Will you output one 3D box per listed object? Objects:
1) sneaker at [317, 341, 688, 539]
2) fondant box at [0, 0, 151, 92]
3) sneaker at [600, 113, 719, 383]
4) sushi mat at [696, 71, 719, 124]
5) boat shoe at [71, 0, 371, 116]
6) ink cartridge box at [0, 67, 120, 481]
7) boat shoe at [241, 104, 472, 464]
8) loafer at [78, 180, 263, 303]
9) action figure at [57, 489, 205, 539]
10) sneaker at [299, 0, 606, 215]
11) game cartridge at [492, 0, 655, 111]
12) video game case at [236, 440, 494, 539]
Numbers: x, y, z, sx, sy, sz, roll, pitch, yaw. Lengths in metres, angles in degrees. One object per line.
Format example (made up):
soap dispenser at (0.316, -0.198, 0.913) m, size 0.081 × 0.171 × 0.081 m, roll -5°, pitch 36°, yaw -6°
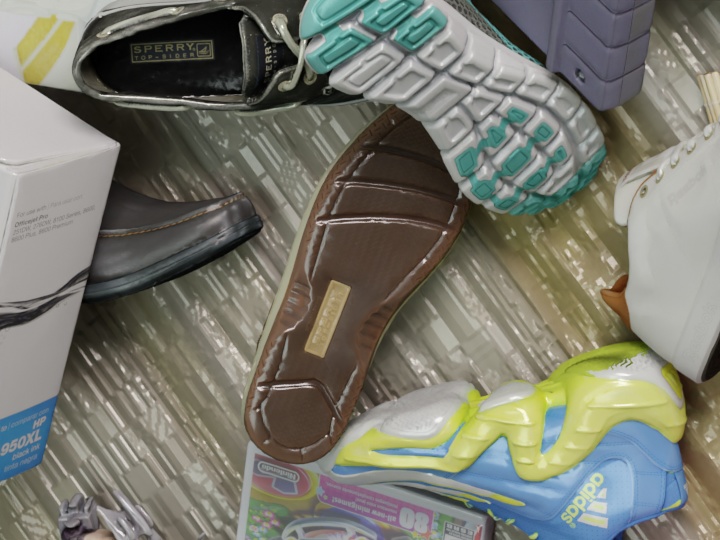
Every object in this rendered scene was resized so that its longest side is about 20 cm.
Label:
sneaker at (0.074, 0.106, 1.368) m, size 0.199 × 0.076 × 0.105 m, roll -15°, pitch 97°, yaw 29°
fondant box at (-0.177, -0.174, 1.432) m, size 0.199 × 0.058 × 0.145 m, roll 10°, pitch 109°, yaw 26°
sneaker at (0.161, -0.044, 1.264) m, size 0.085 × 0.073 × 0.200 m, roll 35°, pitch 126°, yaw 21°
sushi mat at (0.226, -0.005, 1.294) m, size 0.095 × 0.012 × 0.201 m, roll -11°, pitch 98°, yaw 29°
boat shoe at (-0.043, -0.107, 1.344) m, size 0.199 × 0.064 × 0.071 m, roll -7°, pitch 106°, yaw 5°
ink cartridge box at (-0.220, -0.005, 1.416) m, size 0.144 × 0.084 × 0.201 m, roll 32°, pitch 120°, yaw 27°
boat shoe at (-0.006, -0.003, 1.381) m, size 0.075 × 0.075 × 0.203 m, roll 30°, pitch 94°, yaw -8°
loafer at (-0.143, -0.020, 1.450) m, size 0.199 × 0.073 × 0.073 m, roll -14°, pitch 94°, yaw 29°
action figure at (-0.151, 0.194, 1.518) m, size 0.200 × 0.069 × 0.130 m, roll -30°, pitch 82°, yaw 27°
sneaker at (0.044, -0.103, 1.297) m, size 0.077 × 0.091 × 0.200 m, roll -36°, pitch 131°, yaw 18°
game cartridge at (0.065, -0.180, 1.249) m, size 0.200 × 0.038 × 0.130 m, roll 49°, pitch 156°, yaw 32°
video game case at (-0.007, 0.200, 1.470) m, size 0.143 × 0.018 × 0.201 m, roll 16°, pitch 111°, yaw 22°
